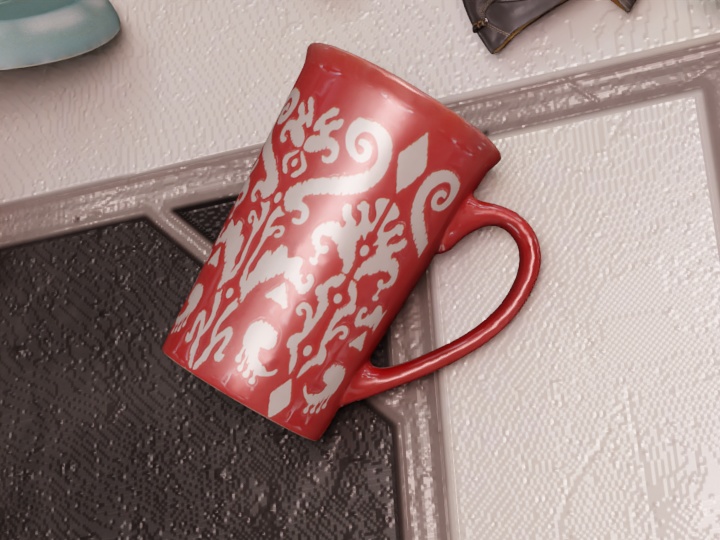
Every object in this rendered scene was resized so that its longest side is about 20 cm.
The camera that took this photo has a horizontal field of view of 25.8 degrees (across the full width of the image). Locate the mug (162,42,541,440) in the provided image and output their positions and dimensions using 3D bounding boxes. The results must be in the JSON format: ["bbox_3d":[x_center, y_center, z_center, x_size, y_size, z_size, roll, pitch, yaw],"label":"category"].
[{"bbox_3d":[-0.007,-0.005,0.913,0.177,0.133,0.201,29,87,30],"label":"mug"}]

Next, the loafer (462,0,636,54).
[{"bbox_3d":[0.155,-0.192,0.957,0.198,0.073,0.073,-16,90,16],"label":"loafer"}]

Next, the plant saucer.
[{"bbox_3d":[-0.261,-0.176,1.055,0.198,0.200,0.028,16,119,26],"label":"plant saucer"}]
